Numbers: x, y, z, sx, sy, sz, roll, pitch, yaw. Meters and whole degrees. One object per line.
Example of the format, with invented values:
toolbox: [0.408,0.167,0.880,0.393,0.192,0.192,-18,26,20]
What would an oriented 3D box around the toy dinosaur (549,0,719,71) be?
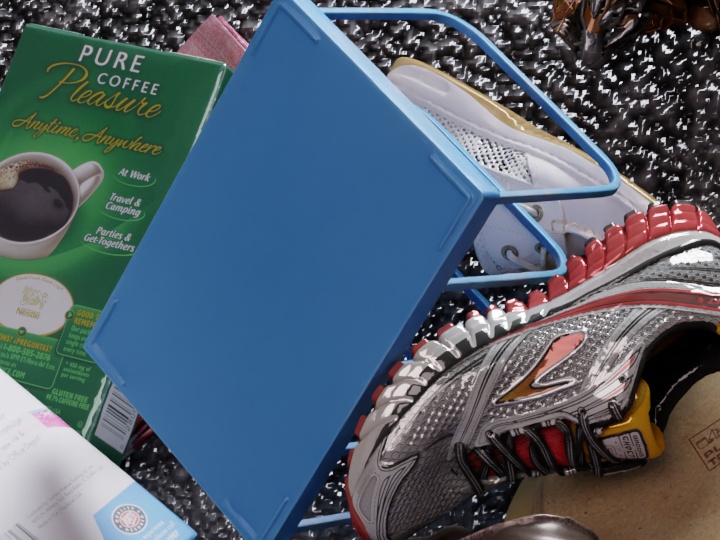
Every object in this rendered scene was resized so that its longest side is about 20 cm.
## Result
toy dinosaur: [0.179,-0.161,1.330,0.200,0.102,0.136,-54,42,19]

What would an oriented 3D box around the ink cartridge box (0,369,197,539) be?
ink cartridge box: [-0.189,0.102,1.307,0.200,0.115,0.068,39,128,10]

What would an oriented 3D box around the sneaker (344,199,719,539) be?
sneaker: [0.081,0.052,1.208,0.200,0.078,0.082,-35,56,-3]

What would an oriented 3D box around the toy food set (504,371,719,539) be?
toy food set: [0.161,0.088,1.233,0.200,0.049,0.198,-42,37,-10]

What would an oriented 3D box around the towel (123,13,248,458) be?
towel: [-0.099,-0.015,1.416,0.200,0.023,0.144,-45,61,0]

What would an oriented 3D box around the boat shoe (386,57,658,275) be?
boat shoe: [0.080,-0.026,1.328,0.200,0.071,0.069,31,88,33]

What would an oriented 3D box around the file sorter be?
file sorter: [0.000,0.000,1.272,0.139,0.122,0.200,47,120,29]

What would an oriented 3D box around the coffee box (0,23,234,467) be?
coffee box: [-0.138,-0.014,1.397,0.123,0.044,0.201,11,75,27]

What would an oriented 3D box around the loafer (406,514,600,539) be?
loafer: [0.034,0.136,1.235,0.200,0.073,0.071,-32,42,49]
